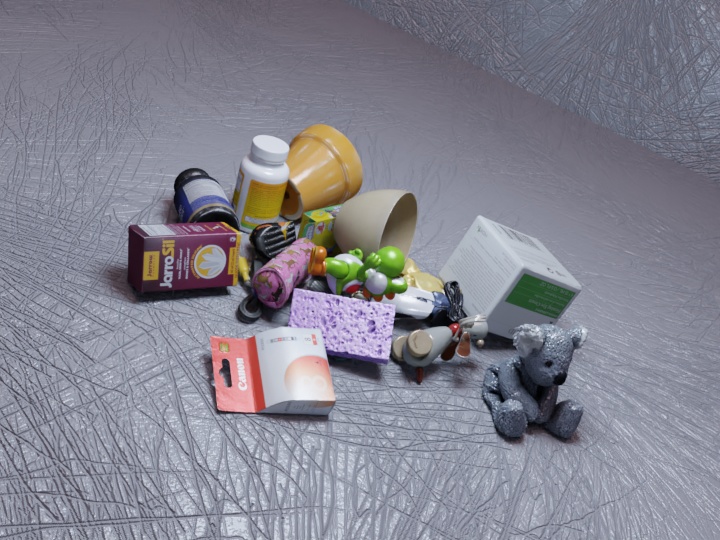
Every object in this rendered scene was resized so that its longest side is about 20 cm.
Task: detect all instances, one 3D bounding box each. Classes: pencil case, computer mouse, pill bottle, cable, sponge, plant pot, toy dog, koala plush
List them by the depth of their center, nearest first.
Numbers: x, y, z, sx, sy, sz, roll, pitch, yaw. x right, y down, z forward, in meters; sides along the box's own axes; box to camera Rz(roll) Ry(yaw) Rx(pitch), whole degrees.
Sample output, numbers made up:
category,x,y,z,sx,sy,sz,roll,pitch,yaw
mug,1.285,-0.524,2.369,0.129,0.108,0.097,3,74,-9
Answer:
category,x,y,z,sx,sy,sz,roll,pitch,yaw
koala plush,0.331,0.181,1.576,0.176,0.201,0.184,4,33,-23
sponge,-0.038,0.104,1.582,0.198,0.030,0.113,9,66,1
toy dog,0.160,0.155,1.623,0.198,0.097,0.132,-14,-7,0
pencil case,-0.142,0.003,1.679,0.083,0.086,0.200,48,28,-3
cable,-0.207,0.041,1.684,0.097,0.050,0.201,25,39,-25
computer mouse,0.113,0.065,1.729,0.198,0.044,0.110,-1,52,10
plant pot,0.022,-0.087,1.792,0.133,0.202,0.200,18,28,22
pill bottle,-0.336,-0.134,1.803,0.111,0.113,0.200,1,34,-28
pill bottle,-0.220,-0.192,1.871,0.110,0.201,0.111,14,31,-8
plant pot,-0.125,-0.217,1.999,0.199,0.201,0.183,31,48,21

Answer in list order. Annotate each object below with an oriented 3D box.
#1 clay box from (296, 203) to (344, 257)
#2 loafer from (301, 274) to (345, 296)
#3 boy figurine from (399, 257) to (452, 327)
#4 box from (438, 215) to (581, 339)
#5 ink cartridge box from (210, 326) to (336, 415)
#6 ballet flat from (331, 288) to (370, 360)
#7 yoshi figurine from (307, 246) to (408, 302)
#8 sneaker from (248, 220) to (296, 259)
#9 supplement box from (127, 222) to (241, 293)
category,x,y,z,sx,sy,sz,roll,pitch,yaw
clay box,-0.074,-0.081,1.859,0.047,0.116,0.199,37,34,31
loafer,-0.070,0.042,1.716,0.075,0.070,0.200,46,30,4
boy figurine,0.131,0.045,1.822,0.123,0.065,0.200,-5,37,-35
box,0.317,0.024,1.810,0.198,0.172,0.200,18,26,-36
ink cartridge box,-0.151,0.167,1.451,0.198,0.050,0.163,8,44,-24
ballet flat,-0.019,0.095,1.651,0.072,0.074,0.200,21,31,4
yoshi figurine,0.003,-0.015,1.641,0.198,0.112,0.113,14,49,-8
sneaker,-0.203,-0.062,1.787,0.089,0.071,0.200,-4,10,15
supplement box,-0.337,-0.027,1.613,0.199,0.111,0.085,-5,20,-34
